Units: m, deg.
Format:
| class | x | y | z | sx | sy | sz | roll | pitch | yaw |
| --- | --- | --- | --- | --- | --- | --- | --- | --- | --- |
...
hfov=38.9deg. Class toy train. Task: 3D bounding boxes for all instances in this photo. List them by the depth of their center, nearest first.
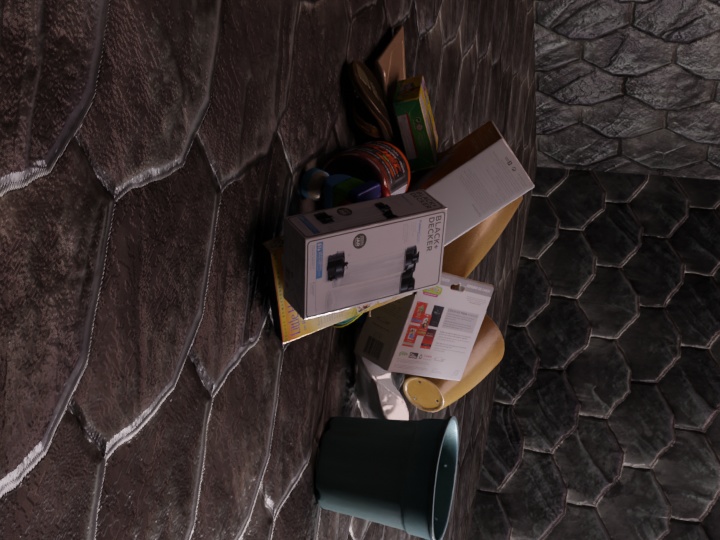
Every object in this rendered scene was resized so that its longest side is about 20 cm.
| class | x | y | z | sx | sy | sz | roll | pitch | yaw |
| --- | --- | --- | --- | --- | --- | --- | --- | --- | --- |
| toy train | -0.029 | -0.039 | 1.397 | 0.085 | 0.116 | 0.201 | -30 | 134 | -41 |

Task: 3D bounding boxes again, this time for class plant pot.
| class | x | y | z | sx | sy | sz | roll | pitch | yaw |
| --- | --- | --- | --- | --- | --- | --- | --- | --- | --- |
| plant pot | 0.042 | 0.319 | 1.617 | 0.200 | 0.195 | 0.201 | 5 | 90 | -74 |
| plant pot | 0.159 | -0.071 | 1.763 | 0.201 | 0.186 | 0.186 | -67 | 161 | -11 |
| plant pot | 0.176 | 0.194 | 2.124 | 0.200 | 0.186 | 0.187 | -49 | 144 | -43 |

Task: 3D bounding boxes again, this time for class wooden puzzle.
| class | x | y | z | sx | sy | sz | roll | pitch | yaw |
| --- | --- | --- | --- | --- | --- | --- | --- | --- | --- |
| wooden puzzle | 0.047 | -0.297 | 1.728 | 0.200 | 0.037 | 0.186 | -70 | 160 | -55 |

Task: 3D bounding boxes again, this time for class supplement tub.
| class | x | y | z | sx | sy | sz | roll | pitch | yaw |
| --- | --- | --- | --- | --- | --- | --- | --- | --- | --- |
| supplement tub | 0.014 | -0.137 | 1.517 | 0.200 | 0.107 | 0.107 | -41 | 135 | -69 |

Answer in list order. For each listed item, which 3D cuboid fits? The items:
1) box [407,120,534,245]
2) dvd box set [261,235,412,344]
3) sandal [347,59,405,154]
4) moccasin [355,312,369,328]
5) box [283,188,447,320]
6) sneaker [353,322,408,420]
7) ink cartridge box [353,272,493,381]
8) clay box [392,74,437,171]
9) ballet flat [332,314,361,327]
| class | x | y | z | sx | sy | sz | roll | pitch | yaw |
| --- | --- | --- | --- | --- | --- | --- | --- | --- | --- |
| box | 0.156 | -0.130 | 1.602 | 0.098 | 0.200 | 0.124 | 53 | 11 | -18 |
| dvd box set | -0.025 | -0.001 | 1.311 | 0.029 | 0.200 | 0.147 | 44 | -33 | 48 |
| sandal | 0.017 | -0.241 | 1.580 | 0.200 | 0.054 | 0.082 | 53 | 22 | -56 |
| moccasin | 0.029 | 0.054 | 1.700 | 0.200 | 0.068 | 0.081 | 4 | 106 | -52 |
| box | 0.006 | -0.022 | 1.258 | 0.199 | 0.060 | 0.117 | -13 | 123 | -27 |
| sneaker | 0.015 | 0.179 | 1.730 | 0.075 | 0.088 | 0.201 | -9 | 82 | -35 |
| ink cartridge box | 0.109 | 0.079 | 1.674 | 0.200 | 0.084 | 0.176 | 15 | 98 | -48 |
| clay box | 0.092 | -0.245 | 1.658 | 0.200 | 0.047 | 0.115 | -78 | 154 | -68 |
| ballet flat | 0.000 | 0.000 | 1.569 | 0.200 | 0.067 | 0.067 | -61 | -163 | -12 |
